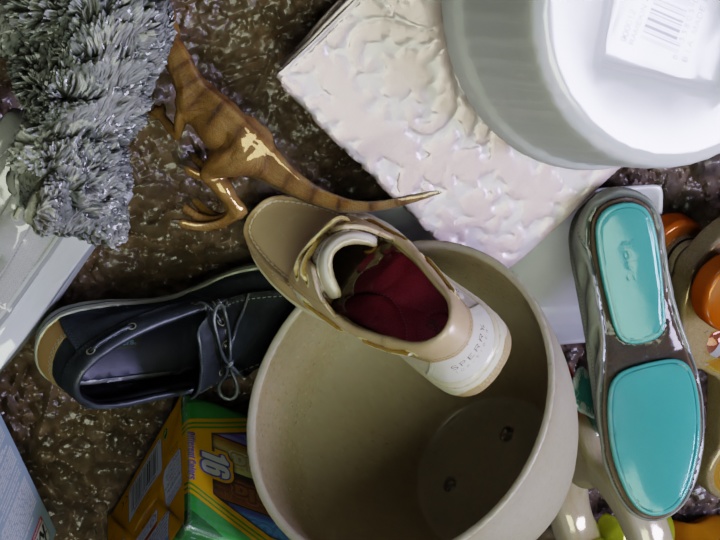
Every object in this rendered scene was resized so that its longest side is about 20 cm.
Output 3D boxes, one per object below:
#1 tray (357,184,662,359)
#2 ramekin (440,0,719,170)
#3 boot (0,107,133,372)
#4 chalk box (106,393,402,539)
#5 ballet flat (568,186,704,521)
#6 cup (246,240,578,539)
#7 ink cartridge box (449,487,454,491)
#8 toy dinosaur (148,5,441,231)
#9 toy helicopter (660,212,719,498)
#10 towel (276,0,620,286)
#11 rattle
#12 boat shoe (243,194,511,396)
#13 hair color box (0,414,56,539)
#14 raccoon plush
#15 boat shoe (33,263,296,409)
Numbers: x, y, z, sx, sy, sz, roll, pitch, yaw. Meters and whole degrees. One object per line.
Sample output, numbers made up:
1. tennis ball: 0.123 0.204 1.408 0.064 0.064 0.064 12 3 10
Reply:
1. tray: 0.089 -0.002 1.386 0.198 0.022 0.108 -4 118 -8
2. ramekin: 0.154 -0.151 1.241 0.199 0.098 0.202 -5 102 -23
3. boot: -0.223 -0.005 1.314 0.095 0.074 0.200 38 112 -2
4. chalk box: -0.048 0.188 1.391 0.199 0.124 0.125 22 123 -19
5. ballet flat: 0.166 0.049 1.345 0.067 0.064 0.202 -8 93 -8
6. cup: 0.053 0.102 1.331 0.200 0.201 0.143 -37 144 10
7. ink cartridge box: 0.052 0.261 1.415 0.043 0.197 0.201 20 111 -17
8. toy dinosaur: -0.065 -0.066 1.270 0.200 0.060 0.106 40 138 2
9. toy helicopter: 0.245 0.051 1.401 0.131 0.079 0.202 -13 119 -25
10. towel: 0.077 -0.117 1.305 0.191 0.032 0.200 -43 114 5
11. rattle: 0.188 0.120 1.429 0.142 0.130 0.202 -15 102 -6
12. boat shoe: 0.000 0.000 1.278 0.074 0.199 0.069 -56 144 -6
13. hair color box: -0.260 0.117 1.314 0.098 0.061 0.201 4 139 16
14. raccoon plush: -0.134 -0.102 1.187 0.096 0.135 0.200 3 151 -32
15. boat shoe: -0.096 0.044 1.341 0.198 0.062 0.075 -9 123 -23
